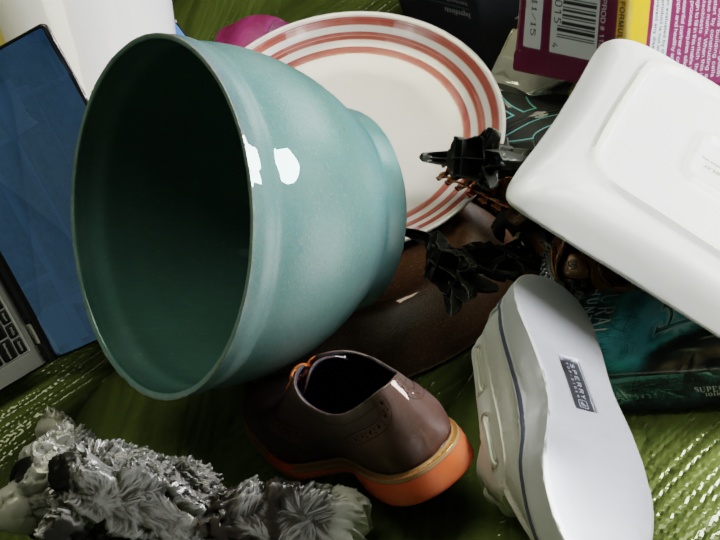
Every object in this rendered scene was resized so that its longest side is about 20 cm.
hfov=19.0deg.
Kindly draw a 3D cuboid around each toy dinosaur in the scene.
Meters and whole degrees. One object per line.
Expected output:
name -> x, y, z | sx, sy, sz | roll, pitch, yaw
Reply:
toy dinosaur -> 0.103, -0.024, 1.224 | 0.135, 0.103, 0.200 | 1, -4, -34

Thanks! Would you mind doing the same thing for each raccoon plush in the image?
raccoon plush -> -0.102, 0.132, 1.162 | 0.199, 0.097, 0.134 | 9, 13, -11

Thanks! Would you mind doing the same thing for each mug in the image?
mug -> -0.190, -0.105, 1.400 | 0.186, 0.149, 0.154 | -40, 57, 35

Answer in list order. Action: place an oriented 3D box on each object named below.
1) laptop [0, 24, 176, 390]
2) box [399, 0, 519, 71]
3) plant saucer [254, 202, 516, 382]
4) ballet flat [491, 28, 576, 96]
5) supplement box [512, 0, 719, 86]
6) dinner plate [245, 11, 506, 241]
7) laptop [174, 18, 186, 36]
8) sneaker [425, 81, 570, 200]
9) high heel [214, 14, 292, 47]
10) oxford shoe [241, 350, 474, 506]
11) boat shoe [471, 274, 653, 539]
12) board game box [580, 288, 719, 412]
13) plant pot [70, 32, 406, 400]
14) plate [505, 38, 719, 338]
laptop -> -0.244, -0.014, 1.299 | 0.200, 0.188, 0.116 | -31, 8, -21
box -> 0.099, -0.249, 1.531 | 0.148, 0.201, 0.104 | -32, 32, -24
plant saucer -> 0.000, 0.000, 1.323 | 0.199, 0.037, 0.201 | -12, 32, 8
ballet flat -> 0.141, -0.144, 1.461 | 0.200, 0.071, 0.069 | -30, 32, -19
supplement box -> 0.204, -0.188, 1.368 | 0.199, 0.132, 0.103 | -6, 16, -39
dinner plate -> -0.007, -0.085, 1.358 | 0.199, 0.024, 0.201 | -3, 54, 4
laptop -> -0.129, -0.072, 1.448 | 0.187, 0.116, 0.200 | -36, 34, -27
sneaker -> 0.105, -0.076, 1.365 | 0.199, 0.076, 0.079 | -7, 34, 21
high heel -> -0.091, -0.092, 1.434 | 0.096, 0.067, 0.201 | 5, 59, 33
oxford shoe -> -0.014, 0.070, 1.168 | 0.071, 0.073, 0.200 | -41, 23, -23
boat shoe -> 0.093, 0.094, 1.098 | 0.070, 0.071, 0.201 | -52, 35, 34
board game box -> 0.190, 0.009, 1.220 | 0.135, 0.028, 0.200 | -5, 32, 24
plant pot -> -0.059, -0.033, 1.212 | 0.134, 0.201, 0.200 | -4, 18, -35
plate -> 0.196, -0.043, 1.172 | 0.199, 0.032, 0.200 | 32, 38, 4
